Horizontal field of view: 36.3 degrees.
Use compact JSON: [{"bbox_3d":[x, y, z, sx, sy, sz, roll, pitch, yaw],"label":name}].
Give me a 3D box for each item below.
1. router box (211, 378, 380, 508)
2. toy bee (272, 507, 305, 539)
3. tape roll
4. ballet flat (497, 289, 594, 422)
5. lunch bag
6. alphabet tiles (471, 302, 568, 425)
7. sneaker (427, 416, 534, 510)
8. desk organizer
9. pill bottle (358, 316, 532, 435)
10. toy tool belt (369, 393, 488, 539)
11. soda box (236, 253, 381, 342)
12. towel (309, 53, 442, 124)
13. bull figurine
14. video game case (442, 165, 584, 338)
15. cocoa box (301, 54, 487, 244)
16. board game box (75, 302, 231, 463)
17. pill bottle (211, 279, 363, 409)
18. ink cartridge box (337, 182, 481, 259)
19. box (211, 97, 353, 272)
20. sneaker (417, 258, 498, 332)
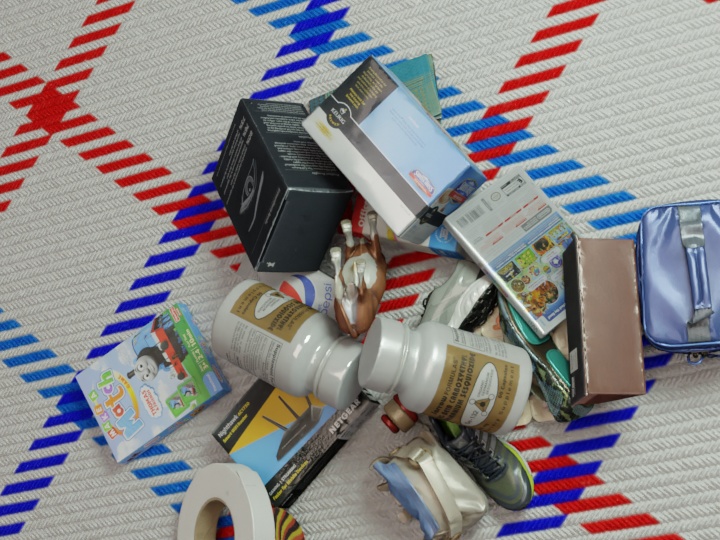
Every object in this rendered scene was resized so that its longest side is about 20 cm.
[{"bbox_3d":[-0.092,0.208,1.536,0.149,0.051,0.200,43,95,22],"label":"router box"},{"bbox_3d":[-0.091,0.428,1.482,0.130,0.108,0.203,-5,73,44],"label":"toy bee"},{"bbox_3d":[-0.186,0.364,1.498,0.202,0.037,0.206,-15,70,49],"label":"tape roll"},{"bbox_3d":[0.225,0.112,1.430,0.074,0.074,0.201,-35,68,9],"label":"ballet flat"},{"bbox_3d":[0.412,0.017,1.362,0.134,0.132,0.203,-5,79,17],"label":"lunch bag"},{"bbox_3d":[0.215,0.105,1.474,0.193,0.015,0.203,-13,77,18],"label":"alphabet tiles"},{"bbox_3d":[0.147,0.233,1.434,0.074,0.081,0.200,-47,72,17],"label":"sneaker"},{"bbox_3d":[0.302,0.063,1.369,0.076,0.072,0.203,1,73,-3],"label":"desk organizer"},{"bbox_3d":[0.103,0.127,1.368,0.197,0.114,0.116,17,86,-12],"label":"pill bottle"},{"bbox_3d":[0.067,0.275,1.439,0.123,0.125,0.200,-41,71,-1],"label":"toy tool belt"},{"bbox_3d":[-0.074,0.026,1.553,0.198,0.068,0.064,29,91,19],"label":"soda box"},{"bbox_3d":[0.020,-0.227,1.558,0.198,0.022,0.148,-19,46,16],"label":"towel"},{"bbox_3d":[0.000,0.000,1.438,0.064,0.201,0.123,-5,123,8],"label":"bull figurine"},{"bbox_3d":[0.223,-0.028,1.446,0.143,0.018,0.201,-34,76,-23],"label":"video game case"},{"bbox_3d":[0.047,-0.154,1.425,0.131,0.133,0.200,-43,77,10],"label":"cocoa box"},{"bbox_3d":[-0.308,0.167,1.623,0.199,0.037,0.152,-35,73,11],"label":"board game box"},{"bbox_3d":[-0.090,0.101,1.460,0.198,0.114,0.116,25,89,22],"label":"pill bottle"},{"bbox_3d":[0.059,-0.093,1.529,0.197,0.067,0.118,11,84,20],"label":"ink cartridge box"},{"bbox_3d":[-0.111,-0.117,1.507,0.201,0.103,0.149,61,138,37],"label":"box"},{"bbox_3d":[0.107,0.074,1.479,0.079,0.074,0.201,39,90,30],"label":"sneaker"}]
